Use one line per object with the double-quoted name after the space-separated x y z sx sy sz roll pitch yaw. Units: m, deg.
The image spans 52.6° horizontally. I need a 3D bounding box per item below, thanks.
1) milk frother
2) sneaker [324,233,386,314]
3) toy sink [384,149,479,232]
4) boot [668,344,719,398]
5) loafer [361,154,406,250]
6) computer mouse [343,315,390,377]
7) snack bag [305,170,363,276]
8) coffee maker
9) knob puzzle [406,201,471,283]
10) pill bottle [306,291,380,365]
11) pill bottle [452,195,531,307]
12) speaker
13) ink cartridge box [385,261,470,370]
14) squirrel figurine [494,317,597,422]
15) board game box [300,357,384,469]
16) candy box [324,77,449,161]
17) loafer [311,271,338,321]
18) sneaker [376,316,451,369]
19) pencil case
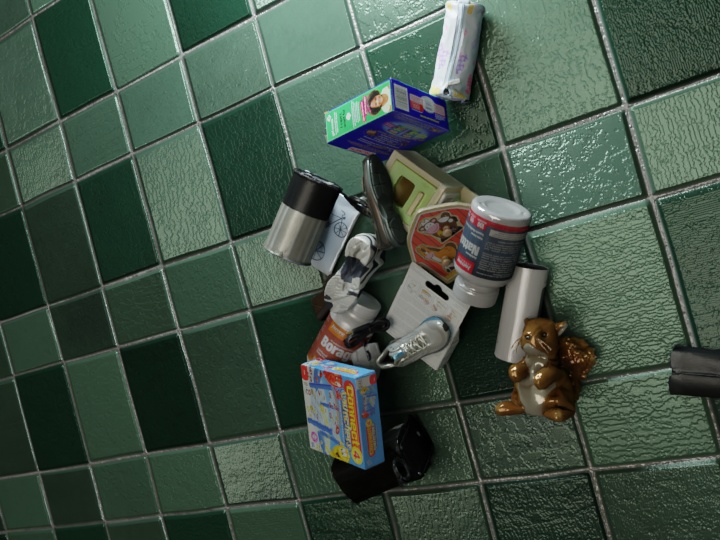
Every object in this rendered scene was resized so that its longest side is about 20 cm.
-0.079 -0.098 1.606 0.200 0.180 0.188 30 103 28 "milk frother"
0.000 0.000 1.589 0.079 0.130 0.199 28 117 22 "sneaker"
0.135 -0.147 1.540 0.200 0.112 0.130 39 113 19 "toy sink"
0.665 0.228 1.319 0.200 0.066 0.165 4 90 25 "boot"
0.033 -0.137 1.502 0.063 0.072 0.200 -20 84 38 "loafer"
0.018 0.197 1.633 0.044 0.110 0.200 46 150 41 "computer mouse"
-0.104 -0.116 1.728 0.189 0.021 0.200 33 108 21 "snack bag"
0.037 0.427 1.618 0.200 0.192 0.135 -31 77 28 "coffee maker"
0.184 -0.062 1.491 0.220 0.220 0.030 -37 36 27 "knob puzzle"
-0.035 0.146 1.669 0.112 0.112 0.200 36 112 21 "pill bottle"
0.249 -0.034 1.426 0.120 0.120 0.200 25 118 24 "pill bottle"
0.327 0.084 1.480 0.081 0.081 0.200 12 101 27 "speaker"
0.148 0.095 1.573 0.163 0.057 0.200 37 124 21 "ink cartridge box"
0.365 0.181 1.419 0.141 0.200 0.187 -3 92 48 "squirrel figurine"
-0.041 0.303 1.564 0.196 0.056 0.200 3 102 51 "board game box"
0.053 -0.306 1.506 0.200 0.169 0.077 -18 71 44 "candy box"
-0.053 0.032 1.687 0.200 0.073 0.071 -47 72 23 "loafer"
0.109 0.167 1.548 0.200 0.087 0.075 -38 82 41 "sneaker"
0.196 -0.445 1.482 0.083 0.091 0.200 16 103 27 "pencil case"
